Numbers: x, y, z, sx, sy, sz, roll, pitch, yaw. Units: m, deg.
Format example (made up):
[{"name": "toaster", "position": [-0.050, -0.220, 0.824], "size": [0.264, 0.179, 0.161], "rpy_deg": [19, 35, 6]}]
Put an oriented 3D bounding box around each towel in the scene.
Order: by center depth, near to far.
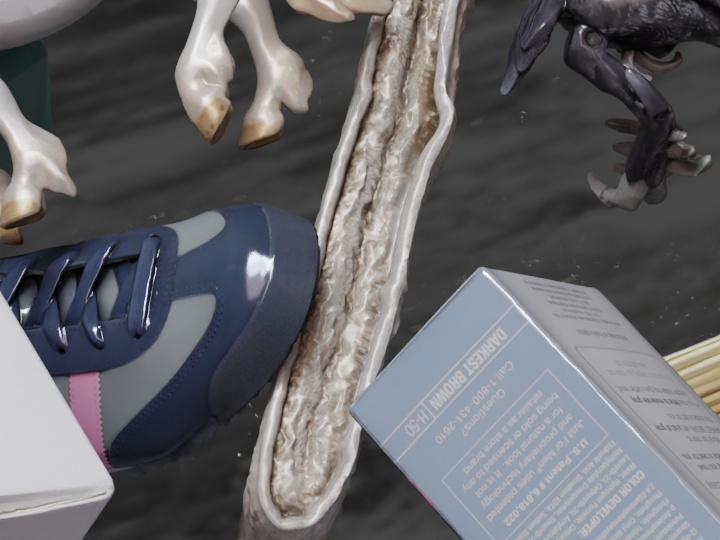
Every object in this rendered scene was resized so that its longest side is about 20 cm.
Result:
[{"name": "towel", "position": [0.000, 0.000, 0.848], "size": [0.034, 0.133, 0.200], "rpy_deg": [15, 73, 1]}]

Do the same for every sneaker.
[{"name": "sneaker", "position": [-0.099, 0.023, 0.812], "size": [0.082, 0.200, 0.070], "rpy_deg": [31, 49, -32]}]

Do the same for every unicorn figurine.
[{"name": "unicorn figurine", "position": [-0.104, -0.082, 0.795], "size": [0.200, 0.074, 0.137], "rpy_deg": [-21, 85, -19]}]

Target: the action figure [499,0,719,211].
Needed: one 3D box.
[{"name": "action figure", "position": [0.117, -0.071, 0.887], "size": [0.200, 0.102, 0.119], "rpy_deg": [34, 77, -2]}]

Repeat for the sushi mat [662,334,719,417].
[{"name": "sushi mat", "position": [0.165, 0.046, 0.857], "size": [0.200, 0.012, 0.096], "rpy_deg": [-21, 113, -5]}]

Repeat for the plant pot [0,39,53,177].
[{"name": "plant pot", "position": [-0.207, -0.041, 0.874], "size": [0.200, 0.141, 0.141], "rpy_deg": [-30, 72, -17]}]

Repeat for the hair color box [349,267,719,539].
[{"name": "hair color box", "position": [0.097, 0.091, 0.756], "size": [0.061, 0.099, 0.200], "rpy_deg": [-48, 70, 14]}]

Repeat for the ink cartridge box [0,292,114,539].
[{"name": "ink cartridge box", "position": [-0.171, 0.072, 0.753], "size": [0.084, 0.200, 0.145], "rpy_deg": [-4, 50, -45]}]
